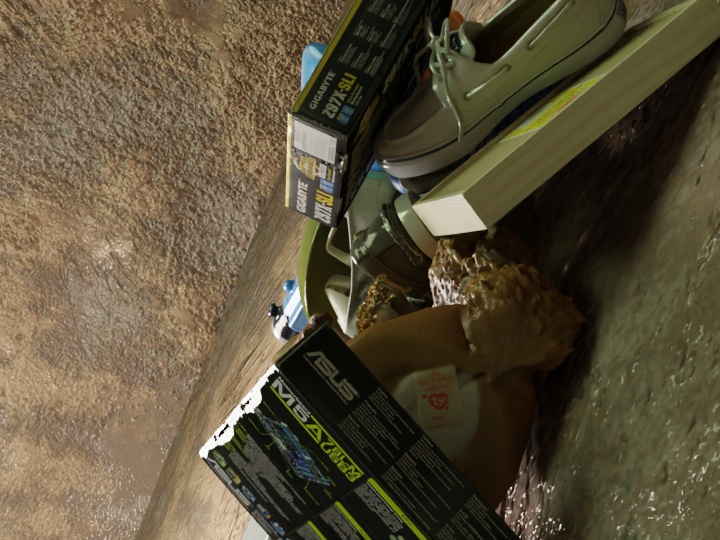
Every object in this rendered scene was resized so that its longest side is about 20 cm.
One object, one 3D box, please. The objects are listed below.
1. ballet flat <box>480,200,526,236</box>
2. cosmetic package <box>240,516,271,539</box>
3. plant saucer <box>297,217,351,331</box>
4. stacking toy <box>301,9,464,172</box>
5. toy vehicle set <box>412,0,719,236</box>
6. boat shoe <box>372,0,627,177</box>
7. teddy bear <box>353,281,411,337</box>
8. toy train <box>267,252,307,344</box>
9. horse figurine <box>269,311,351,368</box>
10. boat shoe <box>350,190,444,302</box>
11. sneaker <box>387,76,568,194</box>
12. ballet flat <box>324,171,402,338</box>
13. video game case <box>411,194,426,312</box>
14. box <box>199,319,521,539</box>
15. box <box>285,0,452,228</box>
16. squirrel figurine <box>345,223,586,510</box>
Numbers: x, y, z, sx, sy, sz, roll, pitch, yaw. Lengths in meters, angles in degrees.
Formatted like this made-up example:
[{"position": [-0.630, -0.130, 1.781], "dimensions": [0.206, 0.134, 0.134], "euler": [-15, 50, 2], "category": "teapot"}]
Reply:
[{"position": [0.106, -0.062, 0.991], "dimensions": [0.072, 0.068, 0.200], "euler": [-46, 6, 14], "category": "ballet flat"}, {"position": [-0.075, 0.279, 1.020], "dimensions": [0.113, 0.081, 0.200], "euler": [-95, 30, -70], "category": "cosmetic package"}, {"position": [0.002, -0.023, 1.171], "dimensions": [0.200, 0.031, 0.200], "euler": [-33, -47, -44], "category": "plant saucer"}, {"position": [0.040, -0.182, 1.117], "dimensions": [0.200, 0.116, 0.110], "euler": [-50, -29, -42], "category": "stacking toy"}, {"position": [0.129, -0.096, 0.799], "dimensions": [0.200, 0.027, 0.124], "euler": [-40, 7, -8], "category": "toy vehicle set"}, {"position": [0.075, -0.142, 0.845], "dimensions": [0.202, 0.086, 0.075], "euler": [-31, 43, 24], "category": "boat shoe"}, {"position": [0.002, 0.100, 1.000], "dimensions": [0.145, 0.067, 0.200], "euler": [-80, -3, -54], "category": "teddy bear"}, {"position": [-0.023, 0.023, 1.316], "dimensions": [0.087, 0.114, 0.200], "euler": [-78, 15, -48], "category": "toy train"}, {"position": [-0.041, 0.092, 1.048], "dimensions": [0.133, 0.050, 0.200], "euler": [-62, -20, 5], "category": "horse figurine"}, {"position": [0.047, -0.010, 0.960], "dimensions": [0.060, 0.072, 0.202], "euler": [-34, -17, 10], "category": "boat shoe"}, {"position": [0.106, -0.111, 0.930], "dimensions": [0.200, 0.076, 0.077], "euler": [-34, 13, 18], "category": "sneaker"}, {"position": [0.000, 0.000, 1.097], "dimensions": [0.067, 0.064, 0.200], "euler": [-64, -16, -56], "category": "ballet flat"}, {"position": [0.064, -0.055, 1.127], "dimensions": [0.182, 0.023, 0.200], "euler": [82, -155, -66], "category": "video game case"}, {"position": [0.003, 0.144, 0.724], "dimensions": [0.048, 0.200, 0.193], "euler": [-39, -6, -31], "category": "box"}, {"position": [0.011, -0.148, 0.916], "dimensions": [0.200, 0.049, 0.160], "euler": [-62, -8, -19], "category": "box"}, {"position": [0.061, 0.069, 0.840], "dimensions": [0.200, 0.142, 0.187], "euler": [-48, -2, 0], "category": "squirrel figurine"}]
